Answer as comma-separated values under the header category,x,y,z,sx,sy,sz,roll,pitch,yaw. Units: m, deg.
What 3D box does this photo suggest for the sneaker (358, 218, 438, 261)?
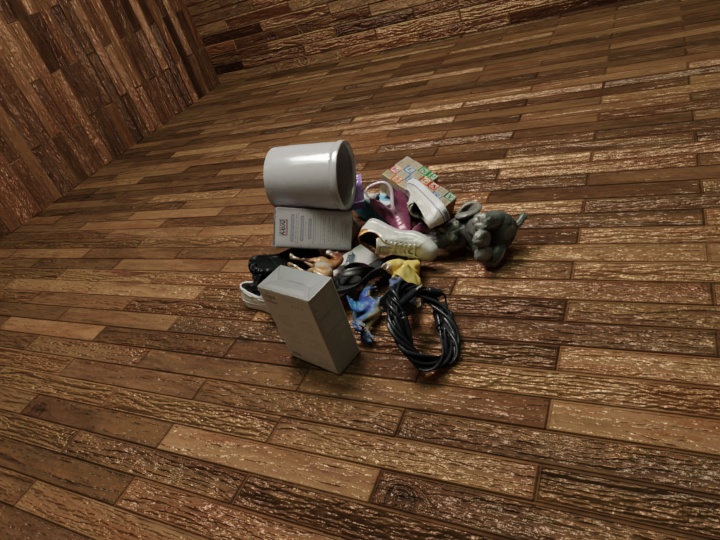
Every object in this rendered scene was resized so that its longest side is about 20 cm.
category,x,y,z,sx,sy,sz,roll,pitch,yaw
sneaker,0.084,-0.055,1.279,0.198,0.074,0.085,20,43,22

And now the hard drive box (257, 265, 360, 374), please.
category,x,y,z,sx,sy,sz,roll,pitch,yaw
hard drive box,-0.105,0.101,1.114,0.154,0.202,0.077,13,45,39

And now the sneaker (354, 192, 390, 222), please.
category,x,y,z,sx,sy,sz,roll,pitch,yaw
sneaker,0.075,-0.205,1.561,0.198,0.080,0.131,18,50,30

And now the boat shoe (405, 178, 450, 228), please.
category,x,y,z,sx,sy,sz,roll,pitch,yaw
boat shoe,0.146,-0.160,1.311,0.065,0.072,0.201,-33,40,-1

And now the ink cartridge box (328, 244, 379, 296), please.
category,x,y,z,sx,sy,sz,roll,pitch,yaw
ink cartridge box,-0.070,0.000,1.379,0.199,0.045,0.176,-32,37,-17

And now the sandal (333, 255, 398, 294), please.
category,x,y,z,sx,sy,sz,roll,pitch,yaw
sandal,0.000,0.000,1.272,0.198,0.049,0.075,-26,23,-22

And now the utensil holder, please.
category,x,y,z,sx,sy,sz,roll,pitch,yaw
utensil holder,-0.127,-0.240,1.375,0.197,0.172,0.171,1,38,16

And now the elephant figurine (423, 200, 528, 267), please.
category,x,y,z,sx,sy,sz,roll,pitch,yaw
elephant figurine,0.256,-0.096,1.265,0.153,0.144,0.199,12,7,-32

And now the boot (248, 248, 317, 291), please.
category,x,y,z,sx,sy,sz,roll,pitch,yaw
boot,-0.185,-0.002,1.337,0.195,0.075,0.162,-6,16,-19

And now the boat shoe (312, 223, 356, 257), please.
category,x,y,z,sx,sy,sz,roll,pitch,yaw
boat shoe,-0.100,-0.066,1.458,0.198,0.072,0.065,-27,18,8

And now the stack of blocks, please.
category,x,y,z,sx,sy,sz,roll,pitch,yaw
stack of blocks,0.164,-0.218,1.469,0.199,0.059,0.115,38,56,23

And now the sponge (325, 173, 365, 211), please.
category,x,y,z,sx,sy,sz,roll,pitch,yaw
sponge,-0.088,-0.199,1.459,0.197,0.030,0.113,-10,51,6

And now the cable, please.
category,x,y,z,sx,sy,sz,roll,pitch,yaw
cable,0.121,0.103,1.051,0.051,0.161,0.202,-44,30,42

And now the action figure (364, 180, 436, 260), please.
category,x,y,z,sx,sy,sz,roll,pitch,yaw
action figure,0.108,-0.123,1.359,0.132,0.149,0.202,-24,60,7

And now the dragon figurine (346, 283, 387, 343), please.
category,x,y,z,sx,sy,sz,roll,pitch,yaw
dragon figurine,0.004,0.082,1.210,0.098,0.059,0.200,-25,35,-7

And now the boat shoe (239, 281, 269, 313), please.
category,x,y,z,sx,sy,sz,roll,pitch,yaw
boat shoe,-0.228,0.063,1.353,0.197,0.066,0.074,1,39,29

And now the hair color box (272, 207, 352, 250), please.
category,x,y,z,sx,sy,sz,roll,pitch,yaw
hair color box,-0.123,-0.106,1.379,0.197,0.101,0.061,2,3,-17

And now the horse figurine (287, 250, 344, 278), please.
category,x,y,z,sx,sy,sz,roll,pitch,yaw
horse figurine,-0.105,-0.003,1.247,0.130,0.051,0.200,12,20,-6

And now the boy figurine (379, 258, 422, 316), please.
category,x,y,z,sx,sy,sz,roll,pitch,yaw
boy figurine,0.094,0.024,1.202,0.064,0.124,0.201,-40,13,26

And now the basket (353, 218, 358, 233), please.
category,x,y,z,sx,sy,sz,roll,pitch,yaw
basket,-0.122,-0.150,1.544,0.197,0.125,0.136,-23,34,-3
